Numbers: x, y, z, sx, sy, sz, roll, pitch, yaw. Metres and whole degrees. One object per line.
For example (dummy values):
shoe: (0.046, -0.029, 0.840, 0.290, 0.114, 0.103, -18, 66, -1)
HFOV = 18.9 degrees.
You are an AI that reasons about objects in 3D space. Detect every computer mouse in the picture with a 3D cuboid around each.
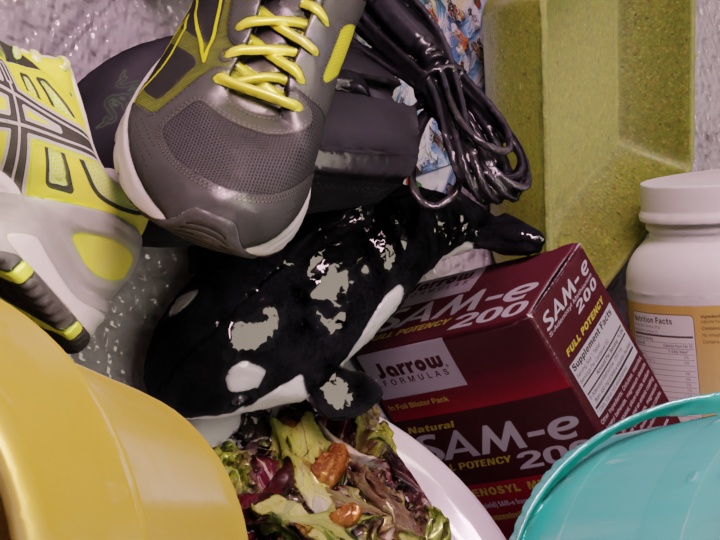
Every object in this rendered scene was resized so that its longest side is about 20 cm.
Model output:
computer mouse: (-0.037, -0.070, 0.874, 0.199, 0.053, 0.139, -16, 55, -24)

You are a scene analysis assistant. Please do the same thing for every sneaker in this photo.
sneaker: (-0.146, -0.058, 0.759, 0.077, 0.075, 0.200, -57, 135, -25)
sneaker: (-0.038, -0.088, 0.793, 0.074, 0.085, 0.201, 19, 40, -8)

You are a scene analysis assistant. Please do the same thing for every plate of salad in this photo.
plate of salad: (0.003, 0.126, 0.887, 0.199, 0.048, 0.201, 24, 41, -22)

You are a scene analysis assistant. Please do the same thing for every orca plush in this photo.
orca plush: (0.000, 0.000, 0.909, 0.199, 0.071, 0.106, -12, 67, -31)

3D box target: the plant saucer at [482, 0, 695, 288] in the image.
plant saucer: (0.114, -0.095, 1.092, 0.200, 0.048, 0.201, -46, 140, -47)

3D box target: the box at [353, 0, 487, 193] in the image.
box: (0.016, -0.135, 1.037, 0.137, 0.040, 0.201, 51, 45, -29)

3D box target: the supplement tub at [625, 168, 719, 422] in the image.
supplement tub: (0.212, 0.049, 1.113, 0.144, 0.144, 0.202, -12, 99, -51)

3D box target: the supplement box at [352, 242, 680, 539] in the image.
supplement box: (0.095, 0.092, 1.008, 0.201, 0.108, 0.061, 58, 43, -19)

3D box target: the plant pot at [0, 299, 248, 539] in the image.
plant pot: (-0.133, 0.099, 0.680, 0.189, 0.199, 0.203, 6, 74, -66)

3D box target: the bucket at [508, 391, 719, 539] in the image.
bucket: (0.160, 0.151, 0.889, 0.206, 0.134, 0.209, 10, 75, -43)
